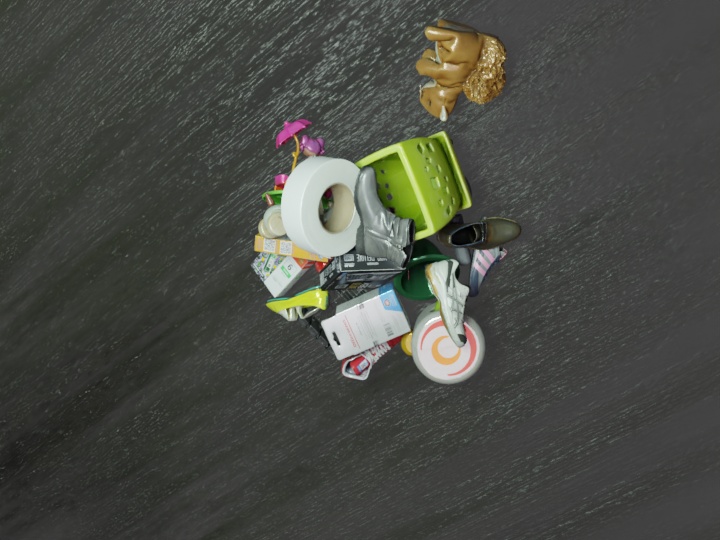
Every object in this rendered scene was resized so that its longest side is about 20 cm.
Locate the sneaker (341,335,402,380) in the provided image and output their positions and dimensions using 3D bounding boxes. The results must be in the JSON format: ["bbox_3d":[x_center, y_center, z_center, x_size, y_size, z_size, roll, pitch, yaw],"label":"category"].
[{"bbox_3d":[0.033,0.207,1.653,0.198,0.113,0.072,-34,104,19],"label":"sneaker"}]

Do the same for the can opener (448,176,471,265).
[{"bbox_3d":[0.235,-0.115,1.513,0.065,0.053,0.206,-7,100,16],"label":"can opener"}]

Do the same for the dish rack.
[{"bbox_3d":[-0.052,0.112,1.664,0.199,0.055,0.153,-41,102,18],"label":"dish rack"}]

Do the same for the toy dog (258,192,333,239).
[{"bbox_3d":[-0.141,-0.130,1.427,0.130,0.198,0.099,-9,94,41],"label":"toy dog"}]

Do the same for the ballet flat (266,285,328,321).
[{"bbox_3d":[-0.161,0.091,1.634,0.196,0.066,0.069,-16,79,33],"label":"ballet flat"}]

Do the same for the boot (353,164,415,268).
[{"bbox_3d":[0.057,-0.114,1.348,0.129,0.069,0.205,14,120,32],"label":"boot"}]

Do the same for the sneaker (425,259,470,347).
[{"bbox_3d":[0.218,0.073,1.478,0.086,0.076,0.205,-19,94,-3],"label":"sneaker"}]

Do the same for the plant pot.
[{"bbox_3d":[0.119,-0.184,1.420,0.198,0.180,0.203,-13,102,54],"label":"plant pot"}]

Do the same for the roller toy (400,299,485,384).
[{"bbox_3d":[0.214,0.175,1.599,0.182,0.140,0.200,43,103,-2],"label":"roller toy"}]

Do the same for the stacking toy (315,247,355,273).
[{"bbox_3d":[-0.035,-0.057,1.587,0.198,0.086,0.086,-35,103,26],"label":"stacking toy"}]

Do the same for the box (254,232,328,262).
[{"bbox_3d":[-0.136,-0.063,1.508,0.195,0.119,0.043,11,108,6],"label":"box"}]

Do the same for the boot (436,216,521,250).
[{"bbox_3d":[0.273,-0.076,1.450,0.194,0.097,0.077,-6,100,-1],"label":"boot"}]

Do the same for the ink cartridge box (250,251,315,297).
[{"bbox_3d":[-0.172,-0.042,1.603,0.200,0.050,0.110,-45,77,21],"label":"ink cartridge box"}]

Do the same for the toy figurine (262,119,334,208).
[{"bbox_3d":[-0.127,-0.250,1.494,0.196,0.149,0.190,6,83,-33],"label":"toy figurine"}]

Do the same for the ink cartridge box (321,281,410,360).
[{"bbox_3d":[0.013,0.125,1.595,0.196,0.067,0.118,-23,105,8],"label":"ink cartridge box"}]

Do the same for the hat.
[{"bbox_3d":[0.147,-0.056,1.587,0.161,0.179,0.202,-9,143,0],"label":"hat"}]

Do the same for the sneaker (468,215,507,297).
[{"bbox_3d":[0.305,-0.024,1.546,0.080,0.070,0.205,11,114,6],"label":"sneaker"}]

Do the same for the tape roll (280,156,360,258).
[{"bbox_3d":[-0.071,-0.134,1.366,0.070,0.200,0.208,15,119,43],"label":"tape roll"}]

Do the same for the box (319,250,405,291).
[{"bbox_3d":[0.000,0.000,1.514,0.154,0.200,0.051,-2,77,-18],"label":"box"}]

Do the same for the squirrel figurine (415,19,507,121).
[{"bbox_3d":[0.213,-0.411,1.376,0.195,0.142,0.191,14,119,5],"label":"squirrel figurine"}]
